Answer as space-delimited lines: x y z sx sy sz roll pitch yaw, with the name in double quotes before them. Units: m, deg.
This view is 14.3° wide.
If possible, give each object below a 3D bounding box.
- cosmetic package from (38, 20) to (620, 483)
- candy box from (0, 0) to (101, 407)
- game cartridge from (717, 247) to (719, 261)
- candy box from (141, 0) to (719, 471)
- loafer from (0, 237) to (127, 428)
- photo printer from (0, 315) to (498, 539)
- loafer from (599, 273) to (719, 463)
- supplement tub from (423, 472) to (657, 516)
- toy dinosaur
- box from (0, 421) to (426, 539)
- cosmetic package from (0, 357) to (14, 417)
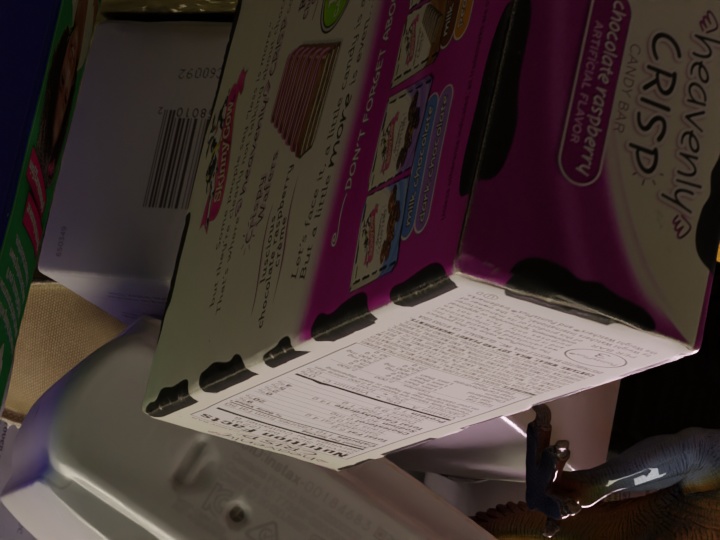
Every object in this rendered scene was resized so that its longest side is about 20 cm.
"cosmetic package" 0.000 0.000 0.896 0.107 0.085 0.200 4 163 28
"candy box" -0.172 -0.012 0.767 0.168 0.201 0.077 10 164 4
"game cartridge" 0.182 -0.022 0.798 0.199 0.033 0.176 15 164 -2
"candy box" 0.020 -0.036 0.665 0.061 0.137 0.200 18 164 -19
"loafer" -0.067 0.035 1.044 0.198 0.077 0.067 4 -155 17
"photo printer" -0.031 0.087 0.896 0.166 0.070 0.200 34 169 -5
"loafer" 0.150 0.050 0.975 0.198 0.074 0.071 7 162 15
"supplement tub" 0.126 0.111 1.057 0.198 0.146 0.145 6 165 -7
"toy dinosaur" 0.139 0.063 0.893 0.180 0.106 0.200 -9 -170 -17
"box" -0.030 0.093 1.201 0.199 0.106 0.183 -4 157 46
"cosmetic package" -0.232 0.006 0.931 0.165 0.169 0.200 1 160 29
